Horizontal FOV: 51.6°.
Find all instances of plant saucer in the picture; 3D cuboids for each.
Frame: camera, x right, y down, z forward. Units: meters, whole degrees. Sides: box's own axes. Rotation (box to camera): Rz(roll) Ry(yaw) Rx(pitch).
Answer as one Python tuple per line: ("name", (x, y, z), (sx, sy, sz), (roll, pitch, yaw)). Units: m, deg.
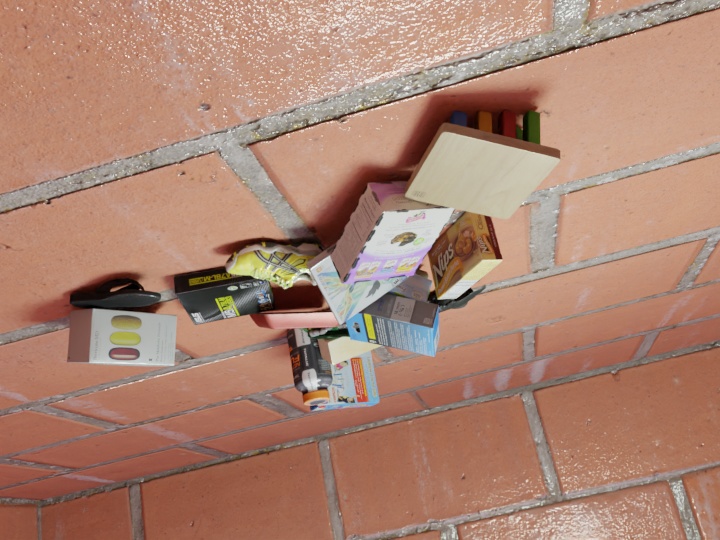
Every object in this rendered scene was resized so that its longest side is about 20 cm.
("plant saucer", (-0.149, 0.115, 1.746), (0.196, 0.038, 0.200), (0, 178, -19))

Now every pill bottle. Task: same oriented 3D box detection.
("pill bottle", (-0.130, 0.250, 1.965), (0.104, 0.204, 0.107), (-10, 159, -4))

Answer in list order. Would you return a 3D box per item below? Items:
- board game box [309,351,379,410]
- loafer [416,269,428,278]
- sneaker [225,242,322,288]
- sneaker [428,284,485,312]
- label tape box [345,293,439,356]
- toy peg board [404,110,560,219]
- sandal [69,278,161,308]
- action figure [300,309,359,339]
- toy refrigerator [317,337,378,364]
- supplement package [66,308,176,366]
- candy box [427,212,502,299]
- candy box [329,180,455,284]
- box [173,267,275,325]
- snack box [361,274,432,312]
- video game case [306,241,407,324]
("board game box", (-0.058, 0.282, 2.086), (0.193, 0.204, 0.056), (2, 157, -29))
("loafer", (0.124, 0.056, 1.791), (0.068, 0.077, 0.201), (-4, 157, -7))
("sneaker", (-0.165, -0.007, 1.465), (0.196, 0.078, 0.076), (-4, 159, -15))
("sneaker", (0.219, 0.070, 1.905), (0.196, 0.061, 0.105), (-15, 160, -5))
("label tape box", (0.071, 0.114, 1.628), (0.196, 0.064, 0.145), (11, 151, 13))
("toy peg board", (0.195, -0.191, 1.231), (0.195, 0.100, 0.200), (11, 153, -11))
("sandal", (-0.494, 0.043, 1.495), (0.196, 0.049, 0.075), (-3, 162, 15))
("action figure", (-0.068, 0.132, 1.874), (0.196, 0.120, 0.055), (-10, 135, 21))
("toy refrigerator", (-0.005, 0.176, 1.929), (0.197, 0.071, 0.076), (-19, -163, -24))
("supplement package", (-0.509, 0.146, 1.595), (0.108, 0.116, 0.198), (-6, 170, 44))
("candy box", (0.215, -0.031, 1.568), (0.054, 0.117, 0.200), (-1, 156, -23))
("candy box", (0.058, -0.071, 1.366), (0.165, 0.072, 0.201), (-6, 144, -32))
("box", (-0.288, 0.051, 1.608), (0.189, 0.048, 0.201), (-12, 158, -6))
("snack box", (0.051, 0.057, 1.681), (0.166, 0.069, 0.201), (22, 151, -4))
("video game case", (0.000, 0.000, 1.494), (0.181, 0.022, 0.201), (-34, 141, -7))
